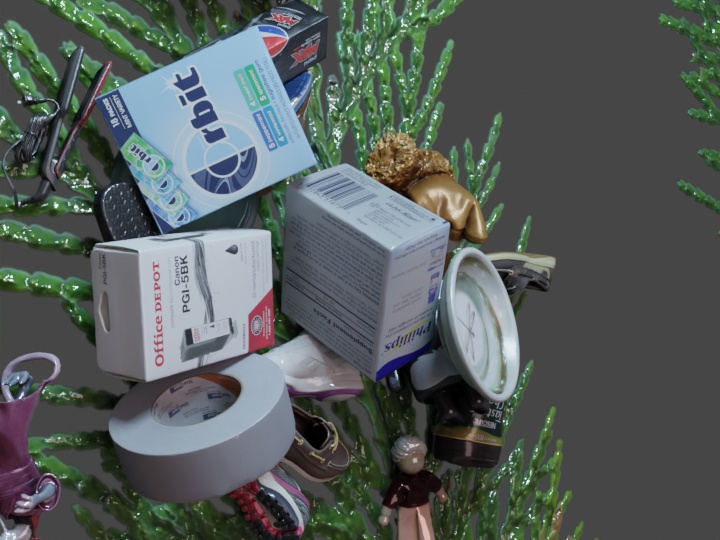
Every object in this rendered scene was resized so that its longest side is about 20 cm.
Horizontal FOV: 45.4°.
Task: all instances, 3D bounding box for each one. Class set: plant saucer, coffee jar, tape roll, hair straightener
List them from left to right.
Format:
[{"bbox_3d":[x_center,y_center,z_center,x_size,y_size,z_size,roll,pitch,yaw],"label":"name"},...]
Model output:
[{"bbox_3d":[-0.352,-0.165,0.965,0.077,0.041,0.201,28,77,-31],"label":"hair straightener"},{"bbox_3d":[-0.208,-0.099,1.067,0.200,0.027,0.201,2,86,-35],"label":"plant saucer"},{"bbox_3d":[-0.176,0.170,0.969,0.200,0.200,0.066,-29,120,-33],"label":"tape roll"},{"bbox_3d":[0.143,0.072,1.105,0.200,0.050,0.201,35,48,-50],"label":"plant saucer"},{"bbox_3d":[0.170,0.193,1.293,0.104,0.085,0.201,15,80,-34],"label":"coffee jar"}]

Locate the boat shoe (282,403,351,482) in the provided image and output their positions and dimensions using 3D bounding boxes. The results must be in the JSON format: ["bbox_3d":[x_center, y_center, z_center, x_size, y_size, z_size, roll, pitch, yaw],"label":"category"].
[{"bbox_3d":[-0.065,0.219,1.105,0.200,0.059,0.072,39,29,-46],"label":"boat shoe"}]

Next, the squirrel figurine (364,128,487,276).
[{"bbox_3d":[0.054,-0.090,1.212,0.186,0.141,0.201,-3,76,-25],"label":"squirrel figurine"}]

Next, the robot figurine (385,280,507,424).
[{"bbox_3d":[0.117,0.112,1.211,0.150,0.125,0.201,-7,65,-27],"label":"robot figurine"}]

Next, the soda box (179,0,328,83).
[{"bbox_3d":[-0.131,-0.270,1.089,0.200,0.063,0.071,-39,153,-31],"label":"soda box"}]

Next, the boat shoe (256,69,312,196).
[{"bbox_3d":[-0.110,-0.180,1.117,0.200,0.072,0.072,-64,147,-33],"label":"boat shoe"}]

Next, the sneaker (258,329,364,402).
[{"bbox_3d":[-0.089,0.120,1.131,0.199,0.075,0.100,10,64,-35],"label":"sneaker"}]

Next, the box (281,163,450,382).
[{"bbox_3d":[0.000,0.000,1.074,0.105,0.184,0.201,-25,135,-37],"label":"box"}]

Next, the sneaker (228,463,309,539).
[{"bbox_3d":[-0.138,0.255,1.084,0.200,0.080,0.075,58,23,-8],"label":"sneaker"}]

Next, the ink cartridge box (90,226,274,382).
[{"bbox_3d":[-0.196,0.033,0.984,0.200,0.083,0.147,-13,105,-51],"label":"ink cartridge box"}]

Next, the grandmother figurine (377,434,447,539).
[{"bbox_3d":[0.079,0.334,1.241,0.121,0.060,0.201,-11,98,-44],"label":"grandmother figurine"}]

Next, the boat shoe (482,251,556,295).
[{"bbox_3d":[0.238,0.007,1.357,0.200,0.072,0.066,0,83,-40],"label":"boat shoe"}]

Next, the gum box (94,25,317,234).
[{"bbox_3d":[-0.175,-0.161,0.993,0.199,0.045,0.170,-24,105,-2],"label":"gum box"}]

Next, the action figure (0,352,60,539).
[{"bbox_3d":[-0.378,0.209,0.912,0.149,0.133,0.201,-73,153,-67],"label":"action figure"}]

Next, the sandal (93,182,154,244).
[{"bbox_3d":[-0.266,-0.002,1.006,0.075,0.048,0.201,-20,102,-48],"label":"sandal"}]
